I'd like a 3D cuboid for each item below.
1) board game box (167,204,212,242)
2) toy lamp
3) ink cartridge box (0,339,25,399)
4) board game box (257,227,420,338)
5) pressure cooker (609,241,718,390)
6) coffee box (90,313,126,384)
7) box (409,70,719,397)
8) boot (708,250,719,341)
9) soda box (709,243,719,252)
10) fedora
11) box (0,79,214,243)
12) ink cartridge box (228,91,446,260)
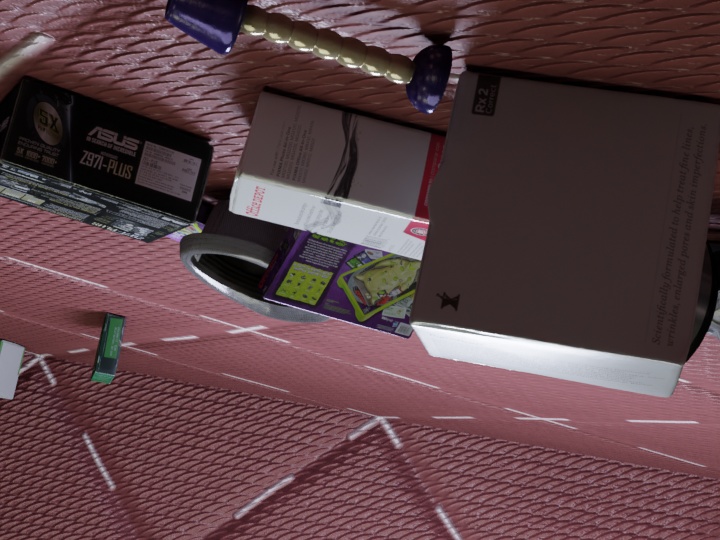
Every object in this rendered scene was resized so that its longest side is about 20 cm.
[{"bbox_3d":[-0.212,-0.059,1.634,0.120,0.032,0.200,-6,158,44],"label":"board game box"},{"bbox_3d":[-0.036,-0.161,0.932,0.199,0.058,0.058,15,168,-14],"label":"toy lamp"},{"bbox_3d":[-0.999,0.256,3.564,0.199,0.147,0.084,3,166,39],"label":"ink cartridge box"},{"bbox_3d":[0.000,0.000,1.471,0.199,0.120,0.032,18,-152,-33],"label":"board game box"},{"bbox_3d":[0.187,0.003,1.170,0.200,0.177,0.178,22,167,-34],"label":"pressure cooker"},{"bbox_3d":[-0.507,0.160,2.700,0.044,0.123,0.200,12,167,-11],"label":"coffee box"},{"bbox_3d":[0.156,-0.025,1.011,0.199,0.200,0.131,9,168,12],"label":"box"},{"bbox_3d":[0.329,0.053,1.250,0.131,0.070,0.200,35,150,-24],"label":"boot"},{"bbox_3d":[0.382,0.016,1.295,0.199,0.064,0.068,8,167,24],"label":"soda box"},{"bbox_3d":[-0.112,-0.021,1.553,0.177,0.091,0.200,-4,151,47],"label":"fedora"},{"bbox_3d":[-0.271,-0.104,1.348,0.199,0.086,0.164,18,167,-22],"label":"box"},{"bbox_3d":[-0.010,-0.081,1.200,0.199,0.084,0.145,14,168,-6],"label":"ink cartridge box"}]
